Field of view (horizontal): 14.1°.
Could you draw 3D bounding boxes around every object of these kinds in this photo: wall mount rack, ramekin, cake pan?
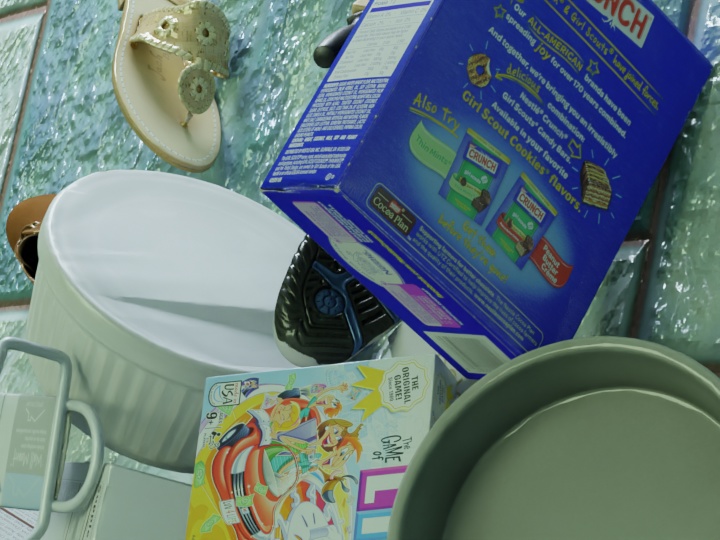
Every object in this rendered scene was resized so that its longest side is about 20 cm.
[{"bbox_3d":[-0.229,0.127,1.674,0.200,0.074,0.175,-2,77,55],"label":"wall mount rack"},{"bbox_3d":[-0.107,0.035,1.726,0.095,0.201,0.203,-66,30,29],"label":"ramekin"},{"bbox_3d":[0.109,0.130,1.401,0.199,0.037,0.201,-12,61,22],"label":"cake pan"}]

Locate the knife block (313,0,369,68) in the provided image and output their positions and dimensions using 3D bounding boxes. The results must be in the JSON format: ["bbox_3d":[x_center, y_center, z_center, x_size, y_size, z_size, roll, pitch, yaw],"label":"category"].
[{"bbox_3d":[0.032,-0.126,1.584,0.064,0.176,0.201,14,69,15],"label":"knife block"}]

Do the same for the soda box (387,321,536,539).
[{"bbox_3d":[0.072,0.099,1.527,0.068,0.063,0.201,-47,39,34],"label":"soda box"}]

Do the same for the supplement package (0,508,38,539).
[{"bbox_3d":[-0.263,0.198,1.837,0.117,0.200,0.117,28,112,15],"label":"supplement package"}]

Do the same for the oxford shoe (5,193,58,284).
[{"bbox_3d":[-0.213,-0.018,2.032,0.200,0.071,0.072,29,100,60],"label":"oxford shoe"}]

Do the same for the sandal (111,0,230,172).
[{"bbox_3d":[-0.121,-0.162,1.957,0.070,0.077,0.212,-56,29,33],"label":"sandal"}]

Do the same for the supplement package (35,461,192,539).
[{"bbox_3d":[-0.127,0.178,1.701,0.200,0.109,0.115,170,116,-75],"label":"supplement package"}]

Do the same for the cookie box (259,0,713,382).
[{"bbox_3d":[0.068,-0.073,1.475,0.075,0.171,0.201,3,57,53],"label":"cookie box"}]

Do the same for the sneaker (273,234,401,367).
[{"bbox_3d":[0.000,0.000,1.651,0.077,0.075,0.200,-59,-2,39],"label":"sneaker"}]

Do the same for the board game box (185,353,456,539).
[{"bbox_3d":[-0.025,0.145,1.488,0.134,0.034,0.201,-7,59,22],"label":"board game box"}]
